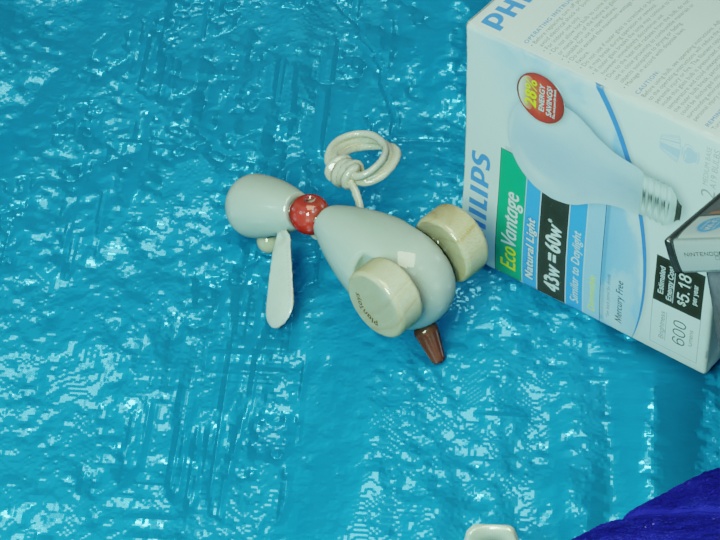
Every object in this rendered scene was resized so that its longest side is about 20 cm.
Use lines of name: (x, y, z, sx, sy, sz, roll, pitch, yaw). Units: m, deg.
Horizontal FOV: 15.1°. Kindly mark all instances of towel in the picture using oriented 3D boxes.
towel: (0.206, 0.149, 1.546, 0.147, 0.050, 0.199, 3, 13, 37)

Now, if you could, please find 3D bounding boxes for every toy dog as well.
toy dog: (0.000, 0.000, 1.767, 0.131, 0.097, 0.200, -21, 33, -16)

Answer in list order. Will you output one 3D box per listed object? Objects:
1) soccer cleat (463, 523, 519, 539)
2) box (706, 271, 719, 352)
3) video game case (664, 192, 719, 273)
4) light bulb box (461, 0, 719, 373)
soccer cleat: (0.073, 0.230, 1.513, 0.069, 0.087, 0.201, -2, 44, -2)
box: (0.318, 0.040, 1.576, 0.199, 0.133, 0.114, -5, 9, 39)
video game case: (0.303, -0.055, 1.582, 0.180, 0.026, 0.200, -2, 26, 44)
light bulb box: (0.177, -0.076, 1.748, 0.199, 0.199, 0.125, 26, 49, 27)
